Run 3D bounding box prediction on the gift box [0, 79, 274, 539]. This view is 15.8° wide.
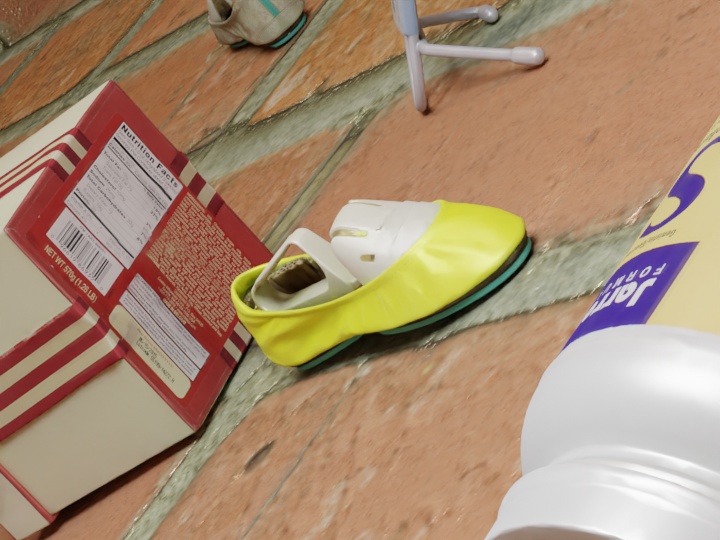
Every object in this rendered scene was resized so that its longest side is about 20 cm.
[{"bbox_3d":[-0.187,0.029,1.476,0.187,0.185,0.200,-31,15,37],"label":"gift box"}]

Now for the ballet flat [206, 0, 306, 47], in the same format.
[{"bbox_3d":[-0.090,-0.218,2.079,0.067,0.062,0.200,-47,15,-8],"label":"ballet flat"}]

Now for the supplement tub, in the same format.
[{"bbox_3d":[0.133,0.034,0.708,0.200,0.145,0.145,-53,17,-28],"label":"supplement tub"}]

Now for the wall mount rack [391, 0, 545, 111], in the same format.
[{"bbox_3d":[0.053,-0.190,1.503,0.074,0.201,0.174,-10,15,-2],"label":"wall mount rack"}]

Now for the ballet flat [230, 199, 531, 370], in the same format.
[{"bbox_3d":[0.000,0.000,1.283,0.200,0.067,0.067,-24,25,52],"label":"ballet flat"}]
